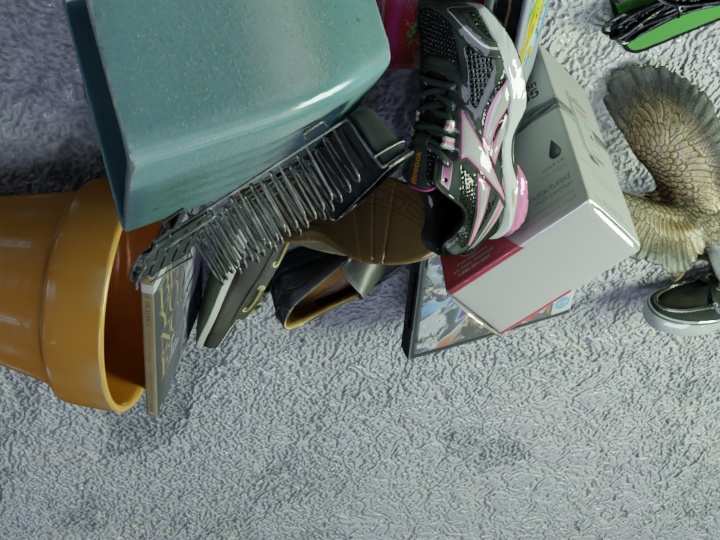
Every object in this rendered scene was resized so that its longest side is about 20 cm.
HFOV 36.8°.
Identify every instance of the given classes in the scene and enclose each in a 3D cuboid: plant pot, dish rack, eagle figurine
[{"bbox_3d":[-0.282,0.013,0.967,0.180,0.202,0.202,7,139,5],"label":"plant pot"},{"bbox_3d":[-0.070,-0.037,0.762,0.198,0.055,0.153,-34,178,-18],"label":"dish rack"},{"bbox_3d":[0.278,-0.067,0.996,0.149,0.154,0.199,-24,140,28],"label":"eagle figurine"},{"bbox_3d":[-0.094,-0.164,0.757,0.197,0.199,0.196,-15,174,-16],"label":"plant pot"}]

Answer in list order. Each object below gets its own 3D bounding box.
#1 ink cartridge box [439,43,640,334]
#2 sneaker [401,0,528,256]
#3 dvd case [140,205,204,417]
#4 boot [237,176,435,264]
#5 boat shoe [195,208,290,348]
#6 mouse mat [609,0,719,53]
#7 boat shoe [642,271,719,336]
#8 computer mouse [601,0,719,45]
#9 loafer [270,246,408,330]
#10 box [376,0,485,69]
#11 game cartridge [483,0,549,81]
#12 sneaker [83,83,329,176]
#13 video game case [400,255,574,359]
[{"bbox_3d":[0.135,-0.072,0.922,0.146,0.202,0.082,-35,131,27],"label":"ink cartridge box"},{"bbox_3d":[0.068,-0.095,0.774,0.086,0.080,0.203,-33,123,-27],"label":"sneaker"},{"bbox_3d":[-0.173,0.018,1.011,0.016,0.150,0.202,12,137,3],"label":"dvd case"},{"bbox_3d":[0.012,-0.048,0.940,0.197,0.074,0.155,4,-175,30],"label":"boot"},{"bbox_3d":[-0.115,0.009,1.066,0.060,0.072,0.203,13,132,-17],"label":"boat shoe"},{"bbox_3d":[0.267,-0.272,0.867,0.158,0.008,0.201,-20,137,13],"label":"mouse mat"},{"bbox_3d":[0.404,0.022,1.182,0.196,0.069,0.057,-7,132,-10],"label":"boat shoe"},{"bbox_3d":[0.243,-0.247,0.829,0.138,0.047,0.200,-21,149,12],"label":"computer mouse"},{"bbox_3d":[0.000,0.000,1.075,0.198,0.073,0.073,-27,135,18],"label":"loafer"},{"bbox_3d":[0.044,-0.253,0.777,0.093,0.101,0.202,-2,139,-6],"label":"box"},{"bbox_3d":[0.121,-0.204,0.821,0.040,0.134,0.202,15,135,8],"label":"game cartridge"},{"bbox_3d":[-0.109,-0.145,0.880,0.145,0.078,0.200,-28,146,37],"label":"sneaker"},{"bbox_3d":[0.141,0.003,1.103,0.197,0.026,0.182,-15,141,-16],"label":"video game case"}]
